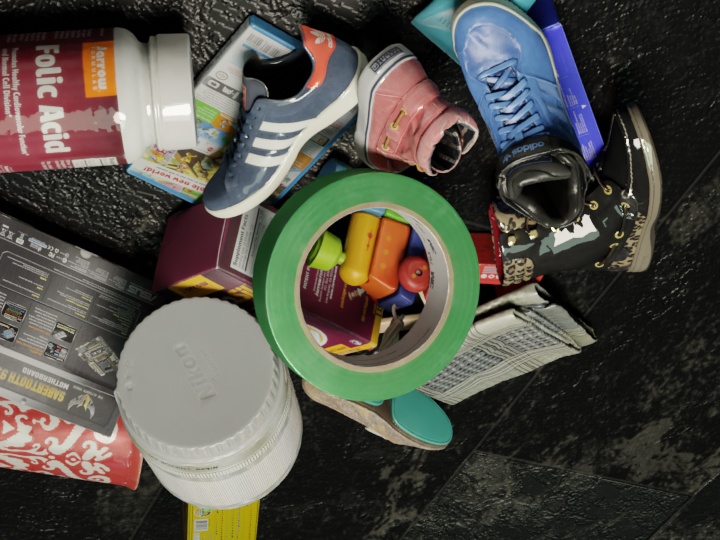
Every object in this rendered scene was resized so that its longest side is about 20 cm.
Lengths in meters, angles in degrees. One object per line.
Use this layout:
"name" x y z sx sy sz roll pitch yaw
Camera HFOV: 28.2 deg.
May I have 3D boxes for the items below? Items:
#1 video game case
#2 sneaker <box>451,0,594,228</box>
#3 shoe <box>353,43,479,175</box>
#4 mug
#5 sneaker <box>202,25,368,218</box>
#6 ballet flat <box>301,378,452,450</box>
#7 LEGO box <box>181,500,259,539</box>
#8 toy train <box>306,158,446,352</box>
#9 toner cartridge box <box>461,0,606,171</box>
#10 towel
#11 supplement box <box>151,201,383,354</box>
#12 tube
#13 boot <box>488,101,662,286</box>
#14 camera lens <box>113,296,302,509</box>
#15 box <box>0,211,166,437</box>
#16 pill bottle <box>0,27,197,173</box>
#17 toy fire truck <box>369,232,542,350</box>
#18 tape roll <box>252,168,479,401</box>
"video game case" -0.100 -0.129 1.300 0.143 0.018 0.200 25 127 -32
"sneaker" 0.135 -0.124 1.181 0.076 0.112 0.201 -19 123 15
"shoe" 0.048 -0.112 1.239 0.071 0.091 0.200 -39 164 -10
"mug" -0.327 0.165 1.490 0.198 0.134 0.178 7 133 -12
"sneaker" -0.086 -0.132 1.235 0.084 0.075 0.200 30 114 -36
"ballet flat" 0.015 0.148 1.587 0.200 0.068 0.067 34 142 -30
"LEGO box" -0.154 0.217 1.557 0.077 0.150 0.201 -1 137 -9
"toy train" 0.000 0.000 1.330 0.115 0.201 0.085 20 161 -20
"toner cartridge box" 0.161 -0.148 1.306 0.094 0.043 0.200 -19 136 11
"towel" 0.137 0.086 1.516 0.199 0.035 0.192 -26 151 20
"supplement box" -0.084 0.009 1.371 0.199 0.086 0.110 28 150 -34
"tube" 0.129 -0.252 1.180 0.077 0.050 0.200 43 121 3
"boot" 0.196 -0.062 1.323 0.149 0.074 0.201 -10 142 -1
"camera lens" -0.140 0.128 1.353 0.159 0.161 0.200 -9 156 -1
"box" -0.299 0.051 1.362 0.199 0.048 0.159 26 82 -32
"pill bottle" -0.238 -0.142 1.190 0.198 0.115 0.115 -5 137 -5
"toy fire truck" 0.080 0.021 1.465 0.198 0.049 0.142 3 137 -15
"tape roll" 0.006 0.012 1.262 0.199 0.048 0.202 -3 100 -19
